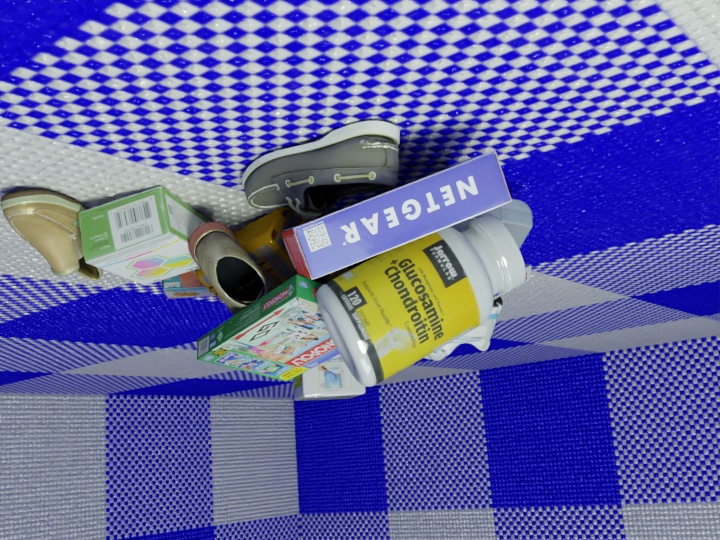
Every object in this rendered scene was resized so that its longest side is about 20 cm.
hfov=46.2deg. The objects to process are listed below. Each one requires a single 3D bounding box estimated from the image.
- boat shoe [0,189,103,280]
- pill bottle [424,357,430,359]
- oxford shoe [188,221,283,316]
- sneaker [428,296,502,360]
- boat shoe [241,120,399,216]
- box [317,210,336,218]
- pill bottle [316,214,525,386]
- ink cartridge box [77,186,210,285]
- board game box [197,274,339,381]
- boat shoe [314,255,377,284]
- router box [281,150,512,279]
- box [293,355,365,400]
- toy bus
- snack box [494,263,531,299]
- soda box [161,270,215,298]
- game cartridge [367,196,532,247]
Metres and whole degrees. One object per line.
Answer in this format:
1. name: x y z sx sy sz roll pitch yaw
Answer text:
1. boat shoe: -0.336 -0.032 0.957 0.070 0.077 0.200 -6 167 11
2. pill bottle: 0.139 0.036 1.247 0.111 0.114 0.201 3 143 -30
3. oxford shoe: -0.125 0.033 0.972 0.070 0.075 0.200 -41 130 0
4. sneaker: 0.074 0.069 1.038 0.196 0.088 0.075 4 -159 -2
5. boat shoe: -0.044 -0.090 0.837 0.200 0.061 0.072 -15 163 38
6. box: 0.059 -0.055 1.086 0.197 0.037 0.143 -9 167 14
7. pill bottle: 0.063 0.024 0.853 0.198 0.113 0.112 -28 171 -10
8. ink cartridge box: -0.236 -0.031 1.002 0.102 0.060 0.200 -17 166 8
9. board game box: -0.080 0.072 0.967 0.133 0.030 0.199 20 144 -35
10. boat shoe: 0.000 0.000 0.982 0.198 0.068 0.072 -14 -154 43
11. router box: 0.027 -0.052 0.826 0.197 0.050 0.179 -22 -175 -8
12. box: -0.056 0.104 1.368 0.100 0.203 0.112 -1 169 -12
13. toy bus: -0.114 -0.020 1.047 0.199 0.066 0.078 -23 121 43
14. snack box: 0.128 0.020 1.018 0.071 0.025 0.199 16 -156 36
15. soda box: -0.175 -0.002 1.172 0.197 0.065 0.068 -3 168 -8
16. game cartridge: 0.095 -0.046 0.992 0.196 0.042 0.133 1 160 -5
